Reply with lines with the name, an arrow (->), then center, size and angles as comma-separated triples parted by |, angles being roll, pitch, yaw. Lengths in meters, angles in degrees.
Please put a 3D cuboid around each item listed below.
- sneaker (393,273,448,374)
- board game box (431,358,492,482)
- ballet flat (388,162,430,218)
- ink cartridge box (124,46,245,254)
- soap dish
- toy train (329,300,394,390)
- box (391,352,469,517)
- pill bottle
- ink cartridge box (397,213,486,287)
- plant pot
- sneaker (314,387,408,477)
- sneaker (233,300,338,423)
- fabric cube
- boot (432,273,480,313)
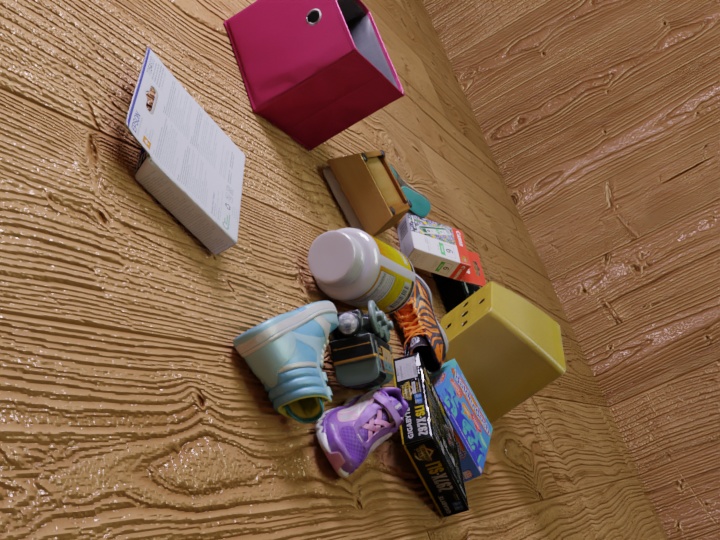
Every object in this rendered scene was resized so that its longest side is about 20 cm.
sneaker -> 0.094, 0.089, 1.588 | 0.200, 0.077, 0.112 | 58, 18, -13
board game box -> 0.167, 0.255, 1.605 | 0.152, 0.045, 0.200 | 61, 17, -5
ballet flat -> 0.058, -0.168, 1.881 | 0.200, 0.071, 0.065 | 39, -12, -30
ink cartridge box -> -0.219, -0.147, 1.132 | 0.200, 0.041, 0.200 | 50, 22, -33
soap dish -> 0.018, -0.147, 1.710 | 0.158, 0.081, 0.200 | 62, 17, -1
toy train -> 0.003, 0.111, 1.290 | 0.200, 0.085, 0.114 | 49, 31, -76
box -> 0.104, 0.246, 1.380 | 0.160, 0.049, 0.200 | -99, 167, -47
pill bottle -> 0.000, 0.000, 1.410 | 0.200, 0.109, 0.109 | 26, 40, -62
ink cartridge box -> 0.177, -0.040, 1.893 | 0.200, 0.050, 0.109 | 16, 40, -22
plant pot -> 0.258, 0.145, 1.804 | 0.176, 0.200, 0.200 | 46, 22, -12
sneaker -> 0.009, 0.196, 1.195 | 0.081, 0.088, 0.200 | 63, 19, -1
sneaker -> -0.067, 0.114, 1.126 | 0.131, 0.079, 0.200 | 62, 28, 5
fabric cube -> -0.077, -0.357, 1.563 | 0.200, 0.199, 0.196 | 26, 41, -61
boot -> 0.226, 0.037, 2.028 | 0.162, 0.073, 0.199 | 18, 54, -62
